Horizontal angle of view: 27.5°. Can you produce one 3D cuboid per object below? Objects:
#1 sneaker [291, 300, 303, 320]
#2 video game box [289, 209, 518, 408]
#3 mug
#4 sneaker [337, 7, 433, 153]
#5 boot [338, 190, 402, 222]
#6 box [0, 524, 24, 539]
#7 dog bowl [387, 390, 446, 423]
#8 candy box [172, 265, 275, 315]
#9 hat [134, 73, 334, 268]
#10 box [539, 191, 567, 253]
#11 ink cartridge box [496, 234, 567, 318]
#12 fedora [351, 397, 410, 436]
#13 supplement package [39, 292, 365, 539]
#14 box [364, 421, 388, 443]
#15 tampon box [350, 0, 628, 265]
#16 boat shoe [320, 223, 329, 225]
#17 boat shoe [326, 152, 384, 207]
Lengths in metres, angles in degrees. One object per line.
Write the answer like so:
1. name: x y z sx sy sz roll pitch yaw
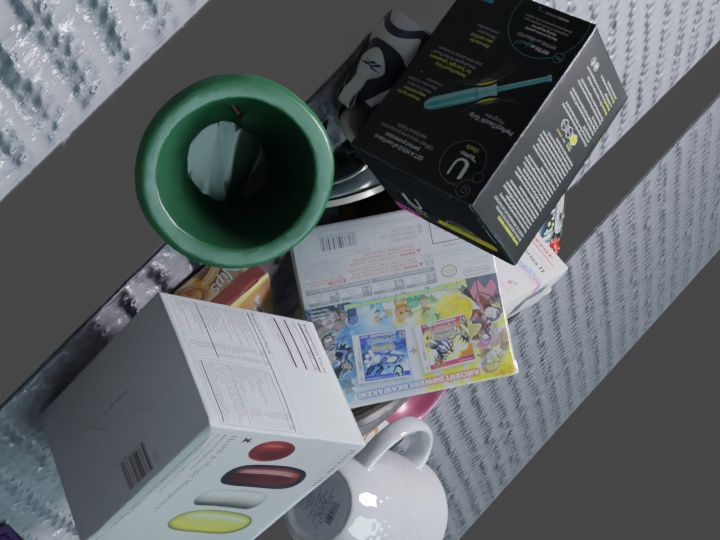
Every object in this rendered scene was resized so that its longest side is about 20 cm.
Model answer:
1. sneaker: -0.082 0.119 1.498 0.093 0.070 0.200 3 111 -31
2. video game box: 0.041 0.032 1.452 0.200 0.183 0.047 -11 -179 -5
3. mug: 0.011 0.250 1.663 0.200 0.148 0.175 -55 149 7
4. sneaker: 0.036 -0.155 1.440 0.130 0.079 0.199 -48 157 -3
5. boot: 0.067 -0.064 1.568 0.097 0.075 0.200 -17 179 30
6. box: -0.402 0.363 1.388 0.200 0.097 0.176 -21 143 -50
7. dog bowl: 0.052 0.139 1.910 0.200 0.074 0.200 -40 155 -23
8. candy box: -0.142 0.074 1.483 0.115 0.055 0.200 -42 155 -21
9. hat: -0.122 -0.104 1.306 0.200 0.176 0.166 37 95 -29
10. box: 0.205 -0.104 1.788 0.137 0.040 0.200 -22 123 -49
11. ink cartridge box: 0.142 -0.010 1.588 0.200 0.117 0.067 -24 160 -50
12. fedora: 0.006 0.091 1.585 0.200 0.090 0.177 -38 153 -26
13. supplement package: -0.145 0.145 1.353 0.200 0.147 0.191 14 132 -47
14. box: -0.064 0.182 1.731 0.124 0.097 0.200 -50 156 -2
15. tampon box: 0.121 -0.137 1.355 0.200 0.150 0.126 -54 145 -8
16. boat shoe: 0.003 0.003 1.618 0.202 0.075 0.086 0 125 -58
17. boat shoe: 0.010 -0.113 1.504 0.200 0.073 0.062 -26 104 -33
